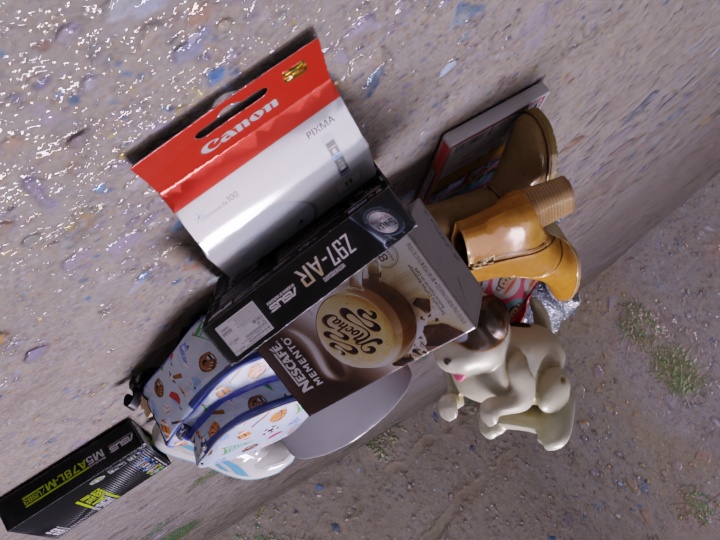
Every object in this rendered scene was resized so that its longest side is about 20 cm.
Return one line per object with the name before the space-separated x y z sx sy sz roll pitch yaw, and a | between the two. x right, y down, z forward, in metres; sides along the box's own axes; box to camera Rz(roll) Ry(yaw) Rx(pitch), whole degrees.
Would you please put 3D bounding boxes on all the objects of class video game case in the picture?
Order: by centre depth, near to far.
video game case | 0.134 -0.131 1.007 0.142 0.018 0.200 -30 164 -19

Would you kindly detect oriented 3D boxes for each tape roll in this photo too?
tape roll | -0.030 0.162 1.151 0.199 0.067 0.200 -31 -167 8

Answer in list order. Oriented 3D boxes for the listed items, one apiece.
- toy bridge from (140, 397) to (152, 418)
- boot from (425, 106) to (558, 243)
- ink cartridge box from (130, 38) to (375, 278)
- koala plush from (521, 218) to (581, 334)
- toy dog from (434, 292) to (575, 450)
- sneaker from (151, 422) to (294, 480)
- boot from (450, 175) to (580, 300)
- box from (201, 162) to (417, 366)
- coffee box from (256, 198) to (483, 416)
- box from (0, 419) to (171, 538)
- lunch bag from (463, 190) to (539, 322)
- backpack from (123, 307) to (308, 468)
toy bridge | -0.195 0.141 1.108 0.199 0.027 0.067 -23 164 -40
boot | 0.116 -0.074 0.941 0.198 0.066 0.177 -19 131 -19
ink cartridge box | -0.070 -0.076 0.665 0.159 0.048 0.200 -35 167 -2
koala plush | 0.267 0.006 1.367 0.182 0.201 0.178 -29 165 -20
toy dog | 0.166 0.101 1.019 0.199 0.139 0.196 36 76 -36
sneaker | -0.179 0.227 1.157 0.197 0.077 0.081 14 144 -16
boot | 0.169 -0.013 0.958 0.142 0.071 0.202 -24 140 -4
box | -0.048 -0.014 0.781 0.199 0.044 0.160 -37 -166 5
coffee box | 0.002 0.038 0.814 0.199 0.113 0.080 -32 -165 26
box | -0.362 0.285 1.149 0.192 0.048 0.200 -34 165 -13
lunch bag | 0.151 0.017 1.095 0.175 0.082 0.201 34 96 -32
backpack | -0.131 0.114 0.945 0.199 0.154 0.191 -19 150 -43
